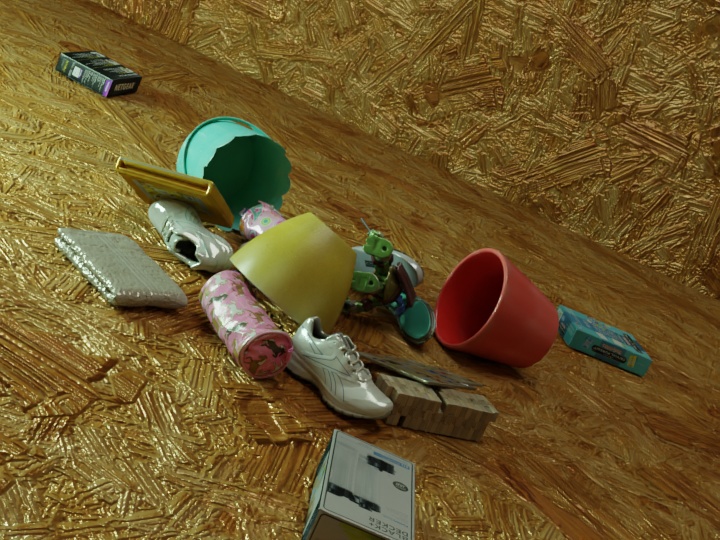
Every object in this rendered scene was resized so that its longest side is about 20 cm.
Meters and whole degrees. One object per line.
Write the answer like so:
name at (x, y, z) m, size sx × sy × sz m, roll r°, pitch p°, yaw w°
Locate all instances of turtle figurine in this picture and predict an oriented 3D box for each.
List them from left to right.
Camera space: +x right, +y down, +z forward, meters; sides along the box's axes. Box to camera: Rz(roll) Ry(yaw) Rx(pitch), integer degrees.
turtle figurine at (0.000, 0.000, 1.821) m, size 0.201 × 0.143 × 0.194 m, roll 55°, pitch -5°, yaw 13°

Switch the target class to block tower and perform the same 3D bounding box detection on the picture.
block tower at (0.110, 0.208, 1.547) m, size 0.198 × 0.058 × 0.054 m, roll 14°, pitch 19°, yaw -29°

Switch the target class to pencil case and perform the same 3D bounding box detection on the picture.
pencil case at (-0.167, 0.077, 1.497) m, size 0.200 × 0.086 × 0.083 m, roll 48°, pitch -10°, yaw 52°
pencil case at (-0.142, -0.053, 1.919) m, size 0.199 × 0.088 × 0.087 m, roll 37°, pitch 20°, yaw 36°

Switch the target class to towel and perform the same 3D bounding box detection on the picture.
towel at (-0.360, -0.001, 1.535) m, size 0.132 × 0.035 × 0.200 m, roll 5°, pitch 27°, yaw -47°

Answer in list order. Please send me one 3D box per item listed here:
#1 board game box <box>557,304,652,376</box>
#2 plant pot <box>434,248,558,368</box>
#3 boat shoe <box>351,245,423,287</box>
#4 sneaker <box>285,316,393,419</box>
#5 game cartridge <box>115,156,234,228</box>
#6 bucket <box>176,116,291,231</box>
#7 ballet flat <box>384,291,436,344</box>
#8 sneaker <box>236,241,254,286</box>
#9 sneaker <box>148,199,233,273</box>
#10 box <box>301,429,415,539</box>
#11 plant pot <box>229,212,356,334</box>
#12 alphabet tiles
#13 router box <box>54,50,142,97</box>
board game box at (0.552, 0.160, 2.363) m, size 0.198 × 0.047 × 0.151 m, roll 23°, pitch 16°, yaw -11°
plant pot at (0.265, 0.086, 1.944) m, size 0.176 × 0.201 × 0.201 m, roll 29°, pitch 12°, yaw -29°
boat shoe at (0.057, -0.013, 1.954) m, size 0.066 × 0.071 × 0.199 m, roll -20°, pitch 20°, yaw -37°
sneaker at (-0.030, 0.142, 1.483) m, size 0.199 × 0.088 × 0.074 m, roll 34°, pitch 17°, yaw 24°
game cartridge at (-0.323, -0.133, 1.818) m, size 0.174 × 0.033 × 0.200 m, roll 16°, pitch -14°, yaw 8°
bucket at (-0.251, -0.191, 1.998) m, size 0.205 × 0.209 × 0.134 m, roll 10°, pitch 16°, yaw -41°
ballet flat at (0.100, 0.084, 1.907) m, size 0.074 × 0.075 × 0.200 m, roll 16°, pitch 23°, yaw -29°
sneaker at (-0.116, -0.005, 1.778) m, size 0.197 × 0.079 × 0.100 m, roll -10°, pitch 37°, yaw 0°
sneaker at (-0.302, -0.063, 1.747) m, size 0.200 × 0.071 × 0.080 m, roll 36°, pitch 22°, yaw 30°
box at (0.002, 0.270, 1.182) m, size 0.115 × 0.061 × 0.200 m, roll 24°, pitch 16°, yaw -3°
plant pot at (-0.088, -0.006, 1.636) m, size 0.200 × 0.142 × 0.200 m, roll 41°, pitch -1°, yaw 1°
alphabet tiles at (0.105, 0.164, 1.659) m, size 0.166 × 0.008 × 0.199 m, roll 18°, pitch 3°, yaw 41°
router box at (-0.656, -0.497, 2.593) m, size 0.148 × 0.051 × 0.200 m, roll 28°, pitch 16°, yaw 3°
